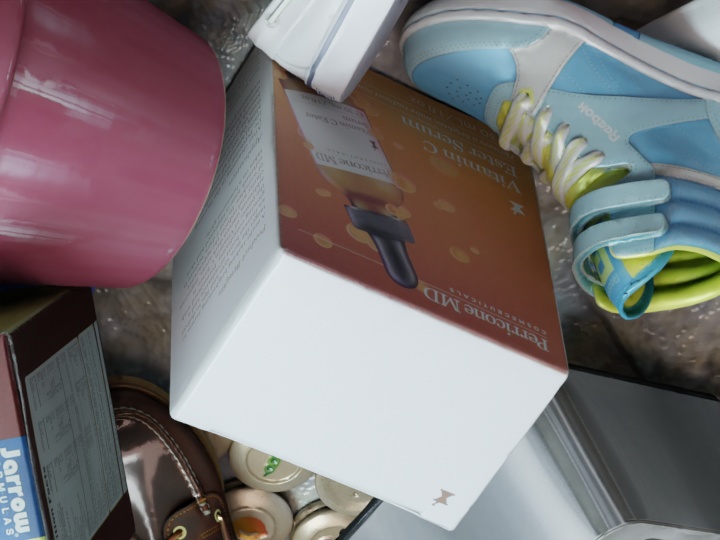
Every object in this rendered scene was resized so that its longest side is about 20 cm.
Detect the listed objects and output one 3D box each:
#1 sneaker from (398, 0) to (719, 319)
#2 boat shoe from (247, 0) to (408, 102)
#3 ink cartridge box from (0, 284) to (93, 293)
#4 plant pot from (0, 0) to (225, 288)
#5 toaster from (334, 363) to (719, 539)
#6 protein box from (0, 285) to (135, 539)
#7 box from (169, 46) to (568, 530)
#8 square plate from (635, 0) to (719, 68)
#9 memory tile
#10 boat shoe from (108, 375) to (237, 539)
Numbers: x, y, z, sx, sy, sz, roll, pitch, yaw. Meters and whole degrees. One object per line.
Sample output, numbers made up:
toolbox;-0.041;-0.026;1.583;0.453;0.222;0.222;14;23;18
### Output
sneaker;0.101;-0.050;1.216;0.200;0.131;0.080;17;151;6
boat shoe;0.010;-0.174;1.184;0.065;0.074;0.200;31;107;4
ink cartridge box;-0.237;0.005;1.304;0.200;0.042;0.119;18;122;-17
plant pot;-0.169;-0.074;1.182;0.179;0.200;0.200;18;123;-33
toaster;0.098;0.141;1.338;0.200;0.119;0.181;14;127;-47
protein box;-0.224;0.095;1.190;0.198;0.200;0.135;-10;96;4
box;0.000;0.000;1.225;0.152;0.200;0.106;23;120;-19
square plate;0.258;-0.082;1.229;0.200;0.028;0.198;33;148;-23
memory tile;-0.072;0.157;1.442;0.153;0.017;0.200;15;122;-14
boat shoe;-0.099;0.149;1.383;0.070;0.070;0.200;-18;122;10
